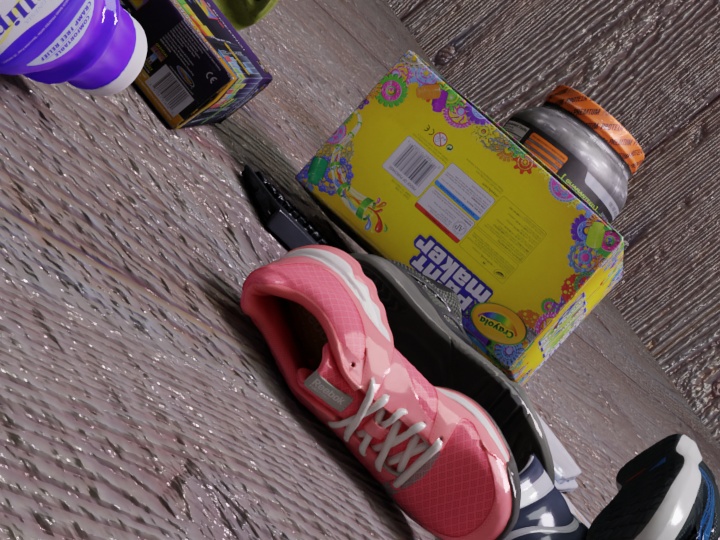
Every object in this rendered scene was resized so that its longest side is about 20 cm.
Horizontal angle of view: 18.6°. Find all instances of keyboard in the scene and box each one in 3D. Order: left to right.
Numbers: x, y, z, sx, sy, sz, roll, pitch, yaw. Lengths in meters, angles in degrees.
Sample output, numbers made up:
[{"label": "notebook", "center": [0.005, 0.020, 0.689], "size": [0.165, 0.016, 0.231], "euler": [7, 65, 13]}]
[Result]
[{"label": "keyboard", "center": [0.000, 0.000, 1.512], "size": [0.200, 0.040, 0.104], "euler": [43, 11, -39]}]

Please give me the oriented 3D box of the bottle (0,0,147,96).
[{"label": "bottle", "center": [-0.169, -0.138, 1.057], "size": [0.065, 0.084, 0.200], "euler": [44, 4, 27]}]

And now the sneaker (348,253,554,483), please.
[{"label": "sneaker", "center": [0.058, 0.068, 1.400], "size": [0.199, 0.076, 0.114], "euler": [47, 14, 7]}]

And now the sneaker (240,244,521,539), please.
[{"label": "sneaker", "center": [0.002, 0.073, 1.176], "size": [0.200, 0.074, 0.087], "euler": [49, 21, 15]}]

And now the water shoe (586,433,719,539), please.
[{"label": "water shoe", "center": [0.187, 0.152, 1.283], "size": [0.079, 0.071, 0.200], "euler": [54, 19, -1]}]

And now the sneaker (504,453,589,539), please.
[{"label": "sneaker", "center": [0.121, 0.174, 1.309], "size": [0.109, 0.070, 0.200], "euler": [57, 13, 23]}]

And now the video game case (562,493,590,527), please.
[{"label": "video game case", "center": [0.207, 0.264, 1.541], "size": [0.182, 0.022, 0.200], "euler": [48, 9, -22]}]

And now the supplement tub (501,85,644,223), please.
[{"label": "supplement tub", "center": [0.138, -0.049, 1.831], "size": [0.122, 0.200, 0.123], "euler": [41, -5, 4]}]

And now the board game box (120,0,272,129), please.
[{"label": "board game box", "center": [-0.150, -0.188, 1.461], "size": [0.200, 0.057, 0.165], "euler": [51, 10, -1]}]

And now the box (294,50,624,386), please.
[{"label": "box", "center": [0.077, -0.031, 1.573], "size": [0.200, 0.122, 0.193], "euler": [42, -1, 10]}]

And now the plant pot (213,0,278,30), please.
[{"label": "plant pot", "center": [-0.109, -0.272, 1.688], "size": [0.200, 0.200, 0.190], "euler": [48, 22, -20]}]

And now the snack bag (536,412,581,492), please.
[{"label": "snack bag", "center": [0.100, 0.094, 1.699], "size": [0.189, 0.021, 0.200], "euler": [53, 9, 11]}]
